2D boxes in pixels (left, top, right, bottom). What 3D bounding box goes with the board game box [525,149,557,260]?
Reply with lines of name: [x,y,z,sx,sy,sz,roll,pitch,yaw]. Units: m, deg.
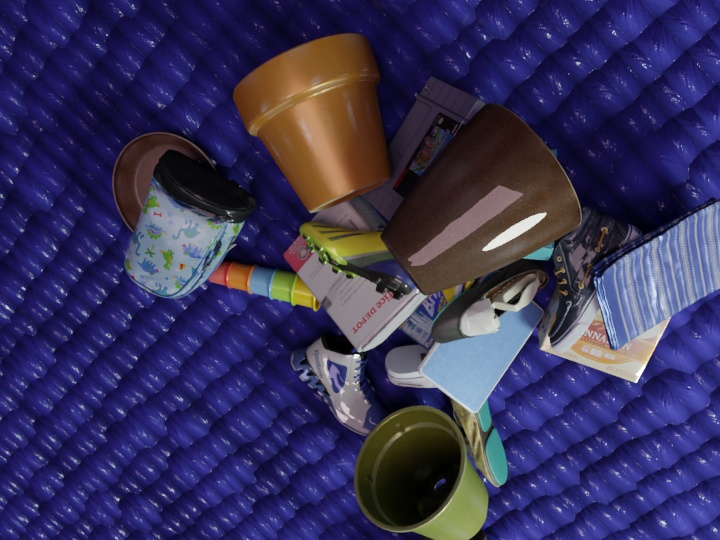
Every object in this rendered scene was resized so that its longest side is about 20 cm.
board game box: [0.173,-0.100,0.873,0.198,0.047,0.152,5,71,11]

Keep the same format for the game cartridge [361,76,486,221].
game cartridge: [0.083,-0.164,0.857,0.038,0.130,0.201,24,105,-33]

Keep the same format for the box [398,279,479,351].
box: [0.140,0.022,0.951,0.064,0.070,0.201,35,114,15]

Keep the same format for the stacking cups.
stacking cups: [-0.160,0.014,1.028,0.198,0.061,0.061,14,112,9]

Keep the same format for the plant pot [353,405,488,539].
plant pot: [0.120,0.358,1.014,0.199,0.201,0.184,-25,130,20]

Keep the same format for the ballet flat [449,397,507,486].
ballet flat: [0.198,0.276,1.046,0.070,0.071,0.202,-14,107,17]

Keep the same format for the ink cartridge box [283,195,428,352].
ink cartridge box: [0.000,0.000,0.937,0.146,0.085,0.200,-46,71,23]

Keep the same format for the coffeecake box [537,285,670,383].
coffeecake box: [0.374,0.043,0.911,0.152,0.073,0.202,19,112,6]

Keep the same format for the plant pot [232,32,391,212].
plant pot: [-0.046,-0.187,0.833,0.199,0.200,0.185,-22,93,19]

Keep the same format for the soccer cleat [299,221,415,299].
soccer cleat: [0.003,-0.030,0.864,0.199,0.065,0.084,26,72,27]

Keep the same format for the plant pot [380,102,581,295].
plant pot: [0.129,-0.067,0.752,0.199,0.187,0.188,-37,100,1]

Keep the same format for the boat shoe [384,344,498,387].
boat shoe: [0.141,0.157,1.015,0.198,0.074,0.066,-1,141,7]

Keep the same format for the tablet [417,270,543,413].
tablet: [0.189,0.108,0.948,0.130,0.014,0.201,37,86,-18]

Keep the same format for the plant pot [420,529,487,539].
plant pot: [0.168,0.556,1.096,0.198,0.200,0.177,1,93,12]

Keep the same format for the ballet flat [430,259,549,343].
ballet flat: [0.194,0.047,0.895,0.199,0.068,0.068,-36,122,-9]

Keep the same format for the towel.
towel: [0.402,0.009,0.810,0.199,0.024,0.146,-29,119,-4]

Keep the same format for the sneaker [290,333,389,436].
sneaker: [-0.015,0.181,1.043,0.199,0.081,0.115,44,115,-4]

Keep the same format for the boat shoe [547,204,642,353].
boat shoe: [0.293,0.011,0.847,0.090,0.071,0.202,28,106,5]

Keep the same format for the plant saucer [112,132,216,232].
plant saucer: [-0.314,-0.130,1.018,0.198,0.037,0.202,4,110,10]

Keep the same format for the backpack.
backpack: [-0.281,-0.054,0.956,0.162,0.154,0.200,31,126,-8]
